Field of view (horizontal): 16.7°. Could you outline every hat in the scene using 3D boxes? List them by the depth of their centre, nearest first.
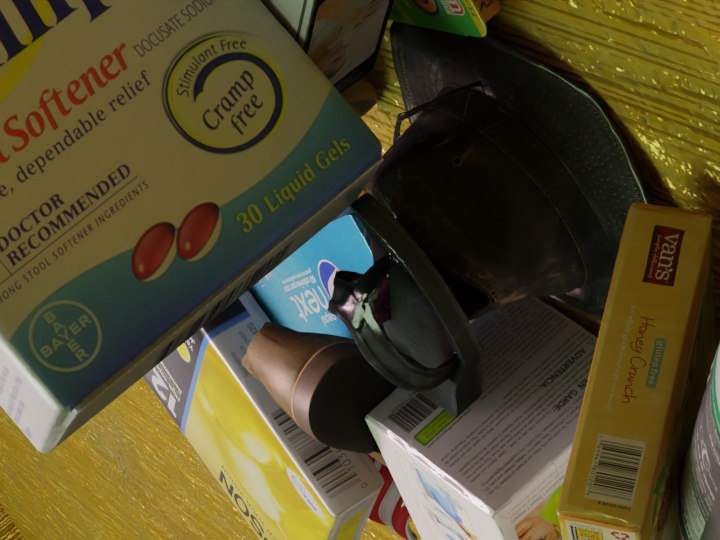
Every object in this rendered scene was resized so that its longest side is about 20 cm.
[{"bbox_3d":[0.056,-0.025,1.124,0.201,0.081,0.201,45,161,20],"label":"hat"}]

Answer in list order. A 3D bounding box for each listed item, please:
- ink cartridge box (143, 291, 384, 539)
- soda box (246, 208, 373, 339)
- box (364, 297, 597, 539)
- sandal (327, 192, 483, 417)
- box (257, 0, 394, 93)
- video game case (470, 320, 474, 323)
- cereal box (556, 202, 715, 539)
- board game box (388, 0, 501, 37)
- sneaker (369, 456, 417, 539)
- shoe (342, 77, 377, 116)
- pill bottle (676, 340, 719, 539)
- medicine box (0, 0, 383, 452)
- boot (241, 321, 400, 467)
[{"bbox_3d":[-0.070,0.092,1.438,0.198,0.047,0.200,52,155,16],"label":"ink cartridge box"},{"bbox_3d":[0.000,0.000,1.312,0.068,0.064,0.200,61,159,-3],"label":"soda box"},{"bbox_3d":[0.099,0.124,1.271,0.101,0.112,0.200,35,158,40],"label":"box"},{"bbox_3d":[0.019,0.029,1.115,0.075,0.048,0.200,49,172,22],"label":"sandal"},{"bbox_3d":[-0.041,-0.149,1.063,0.117,0.060,0.200,48,163,10],"label":"box"},{"bbox_3d":[0.042,0.044,1.418,0.200,0.017,0.143,34,156,46],"label":"video game case"},{"bbox_3d":[0.123,0.082,1.055,0.039,0.144,0.200,9,153,13],"label":"cereal box"},{"bbox_3d":[-0.008,-0.158,1.105,0.096,0.030,0.200,59,164,-26],"label":"board game box"},{"bbox_3d":[0.004,0.115,1.572,0.112,0.071,0.200,26,-175,-2],"label":"sneaker"},{"bbox_3d":[-0.067,-0.090,1.191,0.070,0.200,0.053,-30,74,39],"label":"shoe"},{"bbox_3d":[0.183,0.080,0.957,0.113,0.113,0.200,45,163,20],"label":"pill bottle"},{"bbox_3d":[-0.126,-0.059,1.051,0.200,0.182,0.103,49,163,3],"label":"medicine box"},{"bbox_3d":[0.017,0.071,1.292,0.075,0.074,0.200,28,179,43],"label":"boot"}]
